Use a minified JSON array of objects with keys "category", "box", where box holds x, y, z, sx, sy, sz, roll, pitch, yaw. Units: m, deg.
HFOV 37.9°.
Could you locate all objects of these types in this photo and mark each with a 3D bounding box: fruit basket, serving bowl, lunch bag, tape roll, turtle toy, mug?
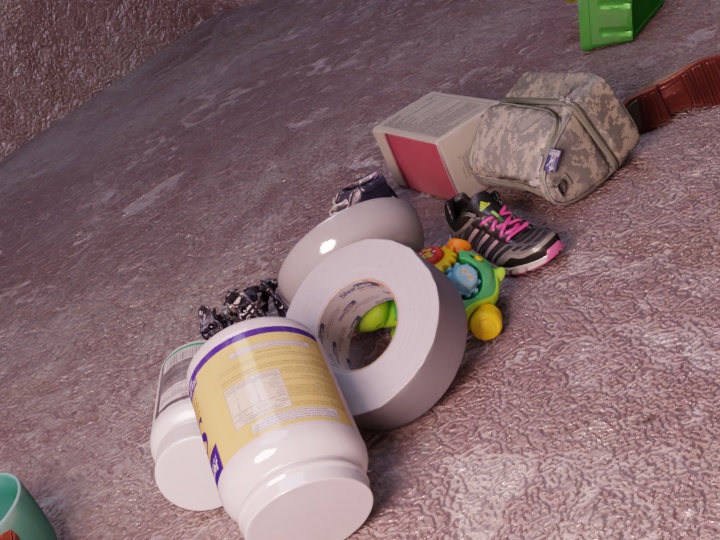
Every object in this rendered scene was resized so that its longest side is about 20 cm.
[{"category":"fruit basket","box":[0.424,-0.506,1.894,0.215,0.156,0.216,-9,35,6]},{"category":"serving bowl","box":[0.000,0.000,1.305,0.200,0.200,0.066,-29,62,-7]},{"category":"lunch bag","box":[0.255,-0.173,1.436,0.168,0.139,0.200,-49,29,-11]},{"category":"tape roll","box":[0.012,0.069,1.136,0.200,0.066,0.200,-15,62,30]},{"category":"turtle toy","box":[0.074,0.030,1.232,0.200,0.101,0.146,-21,25,9]},{"category":"mug","box":[-0.411,0.318,1.106,0.185,0.114,0.152,-38,28,-24]}]

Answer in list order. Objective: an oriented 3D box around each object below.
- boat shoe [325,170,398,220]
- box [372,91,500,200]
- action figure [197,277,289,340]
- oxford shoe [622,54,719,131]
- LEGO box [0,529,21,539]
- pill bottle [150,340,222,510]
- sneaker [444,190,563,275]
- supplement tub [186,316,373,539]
[{"category":"boat shoe","box":[-0.031,-0.069,1.537,0.200,0.093,0.075,-31,25,-12]},{"category":"box","box":[0.132,-0.192,1.609,0.128,0.109,0.200,-33,25,-16]},{"category":"action figure","box":[-0.146,0.069,1.376,0.119,0.102,0.200,-31,-3,8]},{"category":"oxford shoe","box":[0.462,-0.265,1.492,0.200,0.071,0.075,-19,20,12]},{"category":"LEGO box","box":[-0.290,0.343,0.900,0.077,0.149,0.200,-30,24,-9]},{"category":"pill bottle","box":[-0.176,0.171,1.176,0.113,0.113,0.200,-23,25,5]},{"category":"sneaker","box":[0.171,-0.055,1.325,0.074,0.088,0.200,-35,27,-21]},{"category":"supplement tub","box":[-0.078,0.159,1.012,0.145,0.145,0.200,-26,48,0]}]
